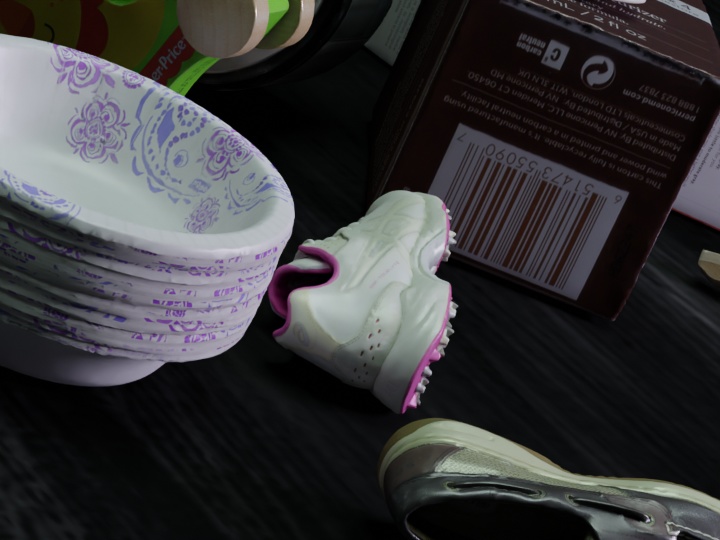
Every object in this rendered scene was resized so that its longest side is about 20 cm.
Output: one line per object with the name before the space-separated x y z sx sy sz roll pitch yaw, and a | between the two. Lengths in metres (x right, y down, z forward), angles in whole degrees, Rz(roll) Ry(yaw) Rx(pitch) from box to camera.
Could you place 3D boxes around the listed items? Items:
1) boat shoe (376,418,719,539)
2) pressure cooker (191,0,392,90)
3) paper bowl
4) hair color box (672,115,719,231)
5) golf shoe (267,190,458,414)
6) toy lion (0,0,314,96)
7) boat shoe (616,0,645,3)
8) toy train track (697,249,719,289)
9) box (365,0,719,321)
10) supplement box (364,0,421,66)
boat shoe | 0.102 0.130 1.269 0.201 0.072 0.066 20 31 -10
pressure cooker | -0.072 -0.195 1.650 0.179 0.176 0.200 -12 4 14
paper bowl | -0.140 -0.021 1.301 0.201 0.104 0.201 22 21 -9
hair color box | 0.278 -0.071 1.880 0.200 0.102 0.061 25 21 -3
golf shoe | 0.000 0.000 1.452 0.091 0.075 0.200 18 21 -7
toy lion | -0.148 -0.139 1.459 0.192 0.200 0.069 50 29 12
boat shoe | 0.110 -0.221 1.649 0.072 0.060 0.200 7 26 -37
toy train track | 0.304 0.031 1.731 0.200 0.033 0.115 18 -10 17
box | 0.108 -0.102 1.676 0.166 0.164 0.200 21 21 -7
supplement box | 0.038 -0.215 1.923 0.200 0.126 0.074 40 24 32
